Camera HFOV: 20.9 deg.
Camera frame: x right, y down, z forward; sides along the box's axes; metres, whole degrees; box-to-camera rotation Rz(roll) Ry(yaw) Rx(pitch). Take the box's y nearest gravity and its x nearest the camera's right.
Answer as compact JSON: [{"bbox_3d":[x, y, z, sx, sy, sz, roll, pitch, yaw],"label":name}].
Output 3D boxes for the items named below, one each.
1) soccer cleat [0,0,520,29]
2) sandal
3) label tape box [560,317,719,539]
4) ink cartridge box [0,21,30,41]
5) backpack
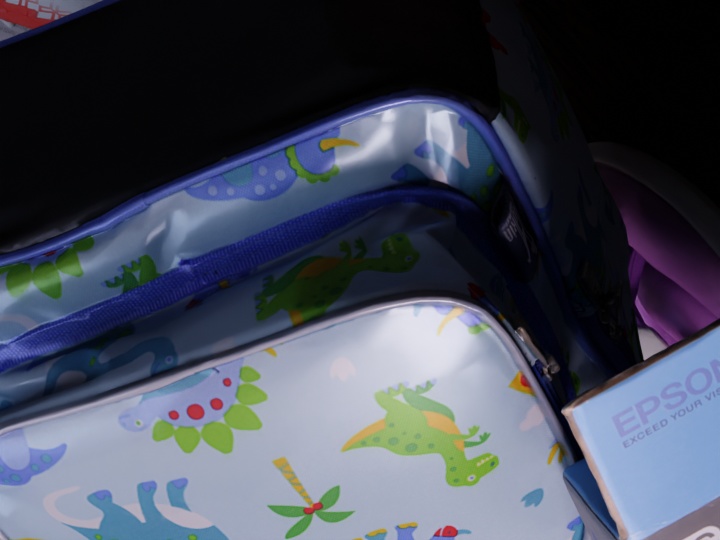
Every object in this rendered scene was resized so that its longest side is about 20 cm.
[{"bbox_3d":[-0.045,-0.106,0.557,0.198,0.069,0.085,8,158,20],"label":"soccer cleat"},{"bbox_3d":[0.116,0.049,0.625,0.082,0.050,0.203,13,140,55],"label":"sandal"},{"bbox_3d":[0.130,0.051,0.456,0.201,0.143,0.063,62,179,-34],"label":"label tape box"},{"bbox_3d":[-0.158,-0.071,0.740,0.160,0.201,0.050,23,172,47],"label":"ink cartridge box"},{"bbox_3d":[-0.013,0.026,0.530,0.200,0.182,0.148,51,-155,-45],"label":"backpack"}]
